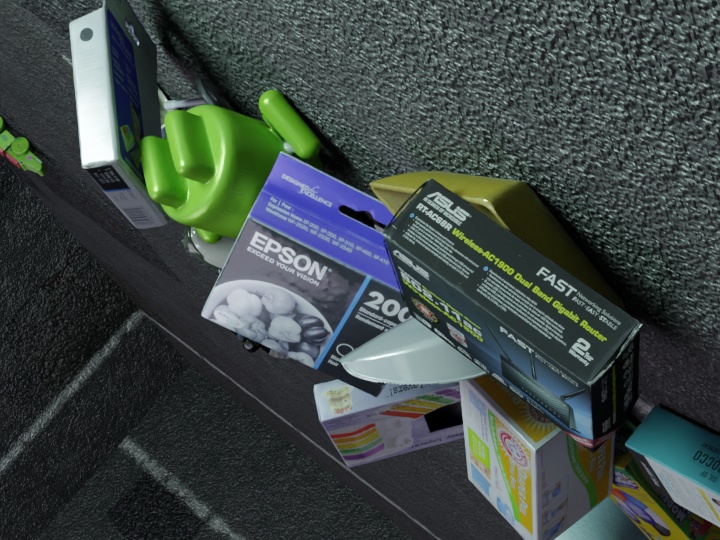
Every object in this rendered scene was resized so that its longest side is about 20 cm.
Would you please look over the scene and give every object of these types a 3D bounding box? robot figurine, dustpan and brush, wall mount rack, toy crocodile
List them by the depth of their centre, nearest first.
[{"bbox_3d":[0.099,0.070,1.136,0.198,0.139,0.058,-12,99,37],"label":"dustpan and brush"},{"bbox_3d":[-0.117,-0.090,1.306,0.199,0.175,0.117,13,-132,-44],"label":"robot figurine"},{"bbox_3d":[-0.142,-0.126,1.465,0.200,0.074,0.174,51,-171,-30],"label":"wall mount rack"},{"bbox_3d":[-0.736,-0.263,2.812,0.200,0.062,0.068,40,168,8],"label":"toy crocodile"}]

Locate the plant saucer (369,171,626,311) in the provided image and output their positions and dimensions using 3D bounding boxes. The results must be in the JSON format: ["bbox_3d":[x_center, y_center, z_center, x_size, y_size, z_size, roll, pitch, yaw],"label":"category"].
[{"bbox_3d":[0.123,-0.011,1.095,0.200,0.049,0.200,47,167,-24],"label":"plant saucer"}]

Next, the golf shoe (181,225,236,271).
[{"bbox_3d":[-0.098,-0.037,1.506,0.198,0.078,0.088,9,159,-22],"label":"golf shoe"}]

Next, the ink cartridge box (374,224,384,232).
[{"bbox_3d":[0.078,0.045,1.368,0.199,0.068,0.115,33,164,38],"label":"ink cartridge box"}]

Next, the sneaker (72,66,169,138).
[{"bbox_3d":[-0.273,-0.209,1.617,0.200,0.067,0.090,49,147,19],"label":"sneaker"}]

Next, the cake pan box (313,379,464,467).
[{"bbox_3d":[0.058,0.162,1.596,0.185,0.198,0.053,71,-175,-65],"label":"cake pan box"}]

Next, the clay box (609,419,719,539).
[{"bbox_3d":[0.290,0.220,1.365,0.200,0.048,0.115,45,166,-18],"label":"clay box"}]

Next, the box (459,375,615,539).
[{"bbox_3d":[0.169,0.157,1.279,0.112,0.101,0.201,44,159,34],"label":"box"}]

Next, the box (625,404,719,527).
[{"bbox_3d":[0.325,0.191,1.152,0.199,0.049,0.082,27,161,49],"label":"box"}]

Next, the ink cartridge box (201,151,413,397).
[{"bbox_3d":[-0.028,0.011,1.268,0.197,0.044,0.201,25,130,-6],"label":"ink cartridge box"}]

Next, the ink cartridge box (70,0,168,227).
[{"bbox_3d":[-0.238,-0.167,1.342,0.198,0.043,0.202,68,-164,-74],"label":"ink cartridge box"}]

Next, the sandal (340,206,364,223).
[{"bbox_3d":[0.000,0.001,1.458,0.076,0.043,0.201,30,153,57],"label":"sandal"}]

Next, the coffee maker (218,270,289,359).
[{"bbox_3d":[-0.132,0.020,1.847,0.194,0.134,0.200,64,169,9],"label":"coffee maker"}]

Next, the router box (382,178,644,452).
[{"bbox_3d":[0.116,0.037,1.018,0.199,0.062,0.150,36,165,24],"label":"router box"}]

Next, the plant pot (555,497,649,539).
[{"bbox_3d":[0.285,0.371,1.535,0.196,0.200,0.196,34,166,33],"label":"plant pot"}]
